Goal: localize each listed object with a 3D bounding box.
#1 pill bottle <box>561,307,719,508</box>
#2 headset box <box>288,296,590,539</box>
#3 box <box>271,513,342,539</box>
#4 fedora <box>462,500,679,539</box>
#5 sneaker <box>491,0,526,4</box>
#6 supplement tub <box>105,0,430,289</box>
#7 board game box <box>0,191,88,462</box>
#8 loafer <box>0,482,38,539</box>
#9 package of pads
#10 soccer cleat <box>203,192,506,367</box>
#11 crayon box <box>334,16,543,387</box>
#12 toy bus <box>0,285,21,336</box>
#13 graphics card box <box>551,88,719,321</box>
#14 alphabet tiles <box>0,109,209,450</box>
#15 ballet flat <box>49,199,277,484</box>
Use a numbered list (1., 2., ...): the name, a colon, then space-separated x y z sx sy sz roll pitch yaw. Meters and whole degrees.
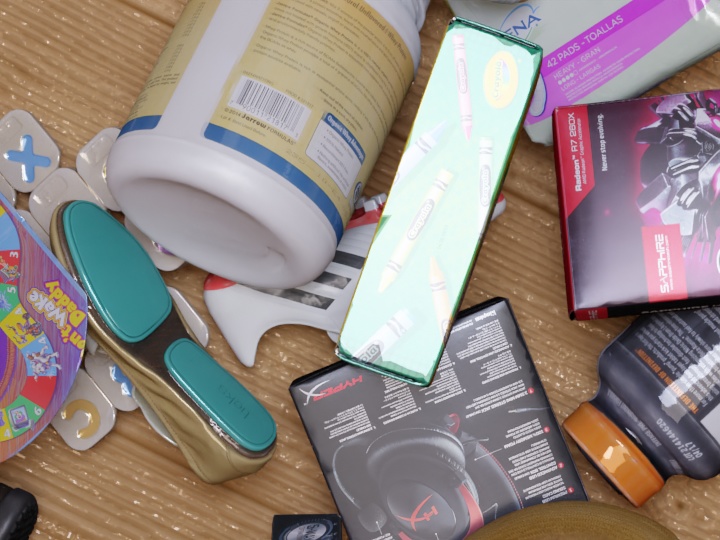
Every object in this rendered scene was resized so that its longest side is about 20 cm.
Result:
1. pill bottle: 0.219 0.056 1.191 0.200 0.106 0.106 -42 90 0
2. headset box: 0.059 0.135 1.206 0.148 0.075 0.201 -23 90 0
3. box: -0.031 0.264 1.120 0.043 0.200 0.161 -1 118 0
4. fedora: 0.117 0.233 1.120 0.200 0.082 0.201 -11 57 17
5. sneaker: 0.039 -0.242 1.126 0.200 0.076 0.088 45 120 11
6. supplement tub: -0.050 -0.106 1.148 0.144 0.145 0.200 25 68 0
7. board game box: -0.259 0.023 1.133 0.158 0.039 0.200 -42 84 10
8. loafer: -0.280 0.213 1.215 0.071 0.073 0.200 32 85 9
9. package of pads: 0.123 -0.193 1.182 0.154 0.068 0.200 -30 90 29
10. soccer cleat: 0.000 0.000 1.214 0.199 0.069 0.085 -17 98 3
11. crayon box: 0.046 -0.034 1.113 0.058 0.119 0.201 19 87 4
12. toy bus: -0.291 -0.020 1.194 0.200 0.065 0.078 45 100 8
13. graphics card box: 0.215 -0.042 1.129 0.199 0.051 0.126 -5 79 7
14. alphabet tiles: -0.196 0.006 1.215 0.200 0.015 0.196 -40 85 10
15. ballet flat: -0.133 0.050 1.171 0.200 0.069 0.063 52 129 1
